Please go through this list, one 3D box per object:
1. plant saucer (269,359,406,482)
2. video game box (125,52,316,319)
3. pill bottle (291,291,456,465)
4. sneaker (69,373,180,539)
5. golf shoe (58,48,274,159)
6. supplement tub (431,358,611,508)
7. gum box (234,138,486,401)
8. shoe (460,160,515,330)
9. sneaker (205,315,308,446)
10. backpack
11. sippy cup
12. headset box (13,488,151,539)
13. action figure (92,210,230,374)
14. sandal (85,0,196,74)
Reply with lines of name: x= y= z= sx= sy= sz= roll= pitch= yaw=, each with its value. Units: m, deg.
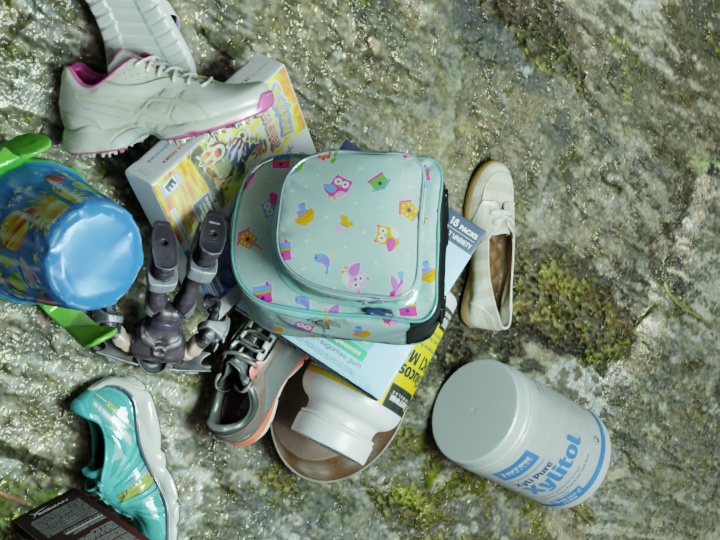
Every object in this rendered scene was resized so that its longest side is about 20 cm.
plant saucer: x=-0.027 y=0.130 z=1.624 sx=0.200 sy=0.034 sz=0.201 roll=-11 pitch=108 yaw=-38
video game box: x=-0.119 y=-0.079 z=1.450 sx=0.182 sy=0.047 sz=0.200 roll=-48 pitch=142 yaw=-23
pill bottle: x=0.010 y=0.094 z=1.549 sx=0.112 sy=0.112 sz=0.200 roll=34 pitch=79 yaw=-41
sneaker: x=-0.231 y=0.200 z=1.450 sx=0.080 sy=0.077 sz=0.200 roll=-21 pitch=105 yaw=-30
golf shoe: x=-0.178 y=-0.157 z=1.330 sx=0.075 sy=0.200 sz=0.092 roll=-65 pitch=146 yaw=-75
supplement tub: x=0.193 y=0.196 z=1.767 sx=0.200 sy=0.132 sz=0.132 roll=28 pitch=83 yaw=-42
gum box: x=0.000 y=0.000 z=1.479 sx=0.170 sy=0.045 sz=0.200 roll=33 pitch=82 yaw=-3
shoe: x=0.157 y=-0.027 z=1.725 sx=0.070 sy=0.053 sz=0.201 roll=-7 pitch=107 yaw=-39
sneaker: x=-0.100 y=0.084 z=1.503 sx=0.082 sy=0.077 sz=0.200 roll=19 pitch=90 yaw=-70
backpack: x=-0.023 y=-0.025 z=1.379 sx=0.153 sy=0.199 sz=0.176 roll=63 pitch=29 yaw=-71
sippy cup: x=-0.263 y=-0.024 z=1.315 sx=0.178 sy=0.130 sz=0.140 roll=36 pitch=77 yaw=-40
headset box: x=-0.231 y=0.311 z=1.389 sx=0.077 sy=0.200 sz=0.149 roll=-27 pitch=117 yaw=-32
action figure: x=-0.180 y=0.034 z=1.406 sx=0.130 sy=0.069 sz=0.200 roll=2 pitch=139 yaw=-23
sandal: x=-0.198 y=-0.218 z=1.366 sx=0.050 sy=0.082 sz=0.203 roll=-85 pitch=164 yaw=-53
